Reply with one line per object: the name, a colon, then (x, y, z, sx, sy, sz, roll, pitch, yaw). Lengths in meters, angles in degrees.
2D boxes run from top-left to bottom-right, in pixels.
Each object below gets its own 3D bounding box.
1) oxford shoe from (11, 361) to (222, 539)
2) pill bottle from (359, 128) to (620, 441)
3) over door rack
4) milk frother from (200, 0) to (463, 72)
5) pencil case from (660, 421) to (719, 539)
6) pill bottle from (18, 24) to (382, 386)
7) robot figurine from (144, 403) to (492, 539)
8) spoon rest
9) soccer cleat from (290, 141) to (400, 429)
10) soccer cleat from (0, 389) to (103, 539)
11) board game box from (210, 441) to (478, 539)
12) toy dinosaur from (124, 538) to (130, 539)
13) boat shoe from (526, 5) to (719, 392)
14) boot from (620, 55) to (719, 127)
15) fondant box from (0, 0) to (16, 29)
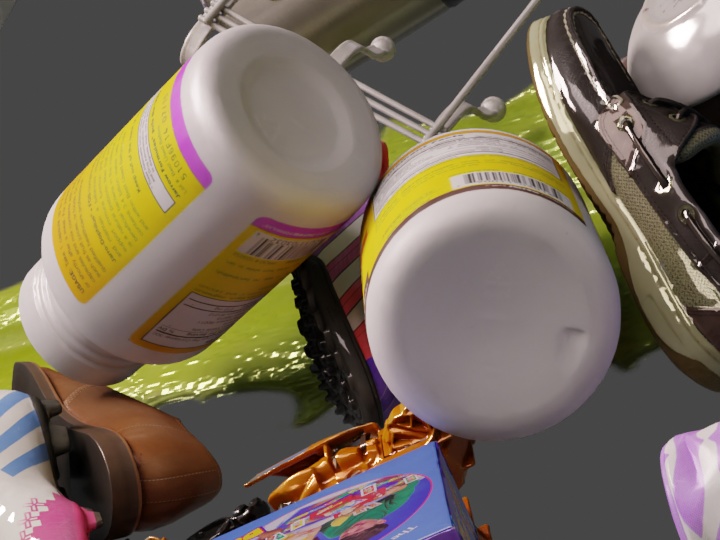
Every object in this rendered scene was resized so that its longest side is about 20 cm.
oxford shoe: (-0.125, 0.089, 1.485, 0.071, 0.072, 0.200, -7, 16, -24)
pill bottle: (0.054, -0.001, 1.342, 0.109, 0.109, 0.200, -32, 11, 6)
over door rack: (0.024, -0.145, 1.519, 0.147, 0.067, 0.200, 30, 74, 15)
milk frother: (0.003, -0.204, 1.666, 0.188, 0.181, 0.200, -30, -8, 9)
pencil case: (0.217, 0.074, 1.175, 0.200, 0.084, 0.086, -22, 66, 22)
pill bottle: (-0.083, -0.023, 1.423, 0.200, 0.104, 0.104, -41, 25, 42)
robot figurine: (-0.037, 0.136, 1.340, 0.200, 0.058, 0.145, -29, 32, 12)
spoon rest: (0.199, -0.150, 1.391, 0.200, 0.061, 0.099, -50, 24, 0)
soccer cleat: (0.000, 0.000, 1.469, 0.073, 0.068, 0.200, -12, 40, -8)
soccer cleat: (-0.166, 0.119, 1.361, 0.086, 0.070, 0.200, -4, 25, -14)
board game box: (-0.048, 0.143, 1.207, 0.199, 0.045, 0.134, -24, 10, 3)
toy dinosaur: (-0.186, 0.160, 1.458, 0.200, 0.048, 0.088, 1, 34, 43)
boat shoe: (0.138, -0.042, 1.335, 0.065, 0.073, 0.200, -36, 63, 23)
boot: (0.185, -0.073, 1.385, 0.199, 0.064, 0.187, -23, 25, 16)
fondant box: (-0.320, -0.155, 1.939, 0.199, 0.058, 0.145, -7, 44, 35)
